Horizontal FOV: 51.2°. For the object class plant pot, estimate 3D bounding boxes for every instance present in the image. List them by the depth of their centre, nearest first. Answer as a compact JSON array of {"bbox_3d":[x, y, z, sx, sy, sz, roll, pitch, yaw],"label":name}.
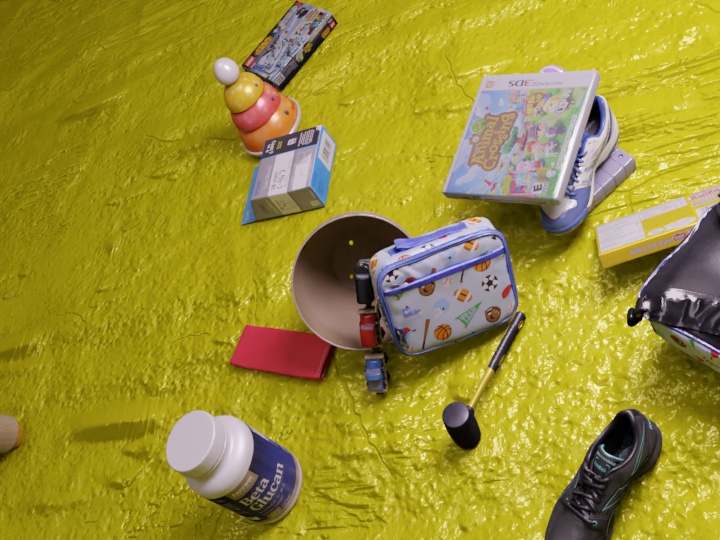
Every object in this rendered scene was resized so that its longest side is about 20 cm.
[{"bbox_3d":[0.000,0.000,1.136,0.198,0.202,0.135,-32,13,10],"label":"plant pot"}]

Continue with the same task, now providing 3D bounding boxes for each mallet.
[{"bbox_3d":[0.167,0.135,0.996,0.041,0.066,0.203,16,70,37],"label":"mallet"}]

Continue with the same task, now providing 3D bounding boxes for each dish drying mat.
[{"bbox_3d":[-0.128,0.133,1.228,0.197,0.018,0.078,3,62,36],"label":"dish drying mat"}]

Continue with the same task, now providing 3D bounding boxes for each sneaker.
[{"bbox_3d":[0.264,0.242,0.851,0.075,0.079,0.202,27,79,42],"label":"sneaker"},{"bbox_3d":[0.294,-0.150,1.045,0.074,0.088,0.203,15,73,34],"label":"sneaker"}]

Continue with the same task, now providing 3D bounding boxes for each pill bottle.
[{"bbox_3d":[-0.175,0.270,1.042,0.109,0.200,0.113,-17,52,23],"label":"pill bottle"}]

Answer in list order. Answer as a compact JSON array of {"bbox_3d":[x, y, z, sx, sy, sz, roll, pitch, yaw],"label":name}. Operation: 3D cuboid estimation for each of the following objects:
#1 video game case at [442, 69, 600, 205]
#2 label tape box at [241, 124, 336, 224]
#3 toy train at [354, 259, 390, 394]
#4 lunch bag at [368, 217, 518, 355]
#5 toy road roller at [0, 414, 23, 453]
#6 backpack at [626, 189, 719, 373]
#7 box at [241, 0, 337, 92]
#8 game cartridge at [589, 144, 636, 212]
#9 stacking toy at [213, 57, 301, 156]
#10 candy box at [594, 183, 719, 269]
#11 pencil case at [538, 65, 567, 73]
[{"bbox_3d":[0.221,-0.188,1.047,0.179,0.022,0.203,8,70,40],"label":"video game case"},{"bbox_3d":[-0.151,-0.179,1.421,0.196,0.063,0.147,-10,55,28],"label":"label tape box"},{"bbox_3d":[0.016,0.086,1.064,0.033,0.205,0.046,-4,16,13],"label":"toy train"},{"bbox_3d":[0.109,0.020,1.022,0.196,0.163,0.076,-20,30,-3],"label":"lunch bag"},{"bbox_3d":[-0.750,0.363,1.428,0.197,0.122,0.149,-20,66,22],"label":"toy road roller"},{"bbox_3d":[0.432,0.040,0.825,0.201,0.153,0.190,-52,39,3],"label":"backpack"},{"bbox_3d":[-0.157,-0.496,1.653,0.201,0.040,0.136,-51,48,-5],"label":"box"},{"bbox_3d":[0.298,-0.166,1.133,0.129,0.039,0.200,-40,47,-1],"label":"game cartridge"},{"bbox_3d":[-0.221,-0.337,1.479,0.144,0.200,0.149,-17,53,23],"label":"stacking toy"},{"bbox_3d":[0.402,-0.062,0.965,0.197,0.027,0.102,-20,16,22],"label":"candy box"},{"bbox_3d":[0.249,-0.208,1.120,0.085,0.084,0.201,38,86,8],"label":"pencil case"}]
